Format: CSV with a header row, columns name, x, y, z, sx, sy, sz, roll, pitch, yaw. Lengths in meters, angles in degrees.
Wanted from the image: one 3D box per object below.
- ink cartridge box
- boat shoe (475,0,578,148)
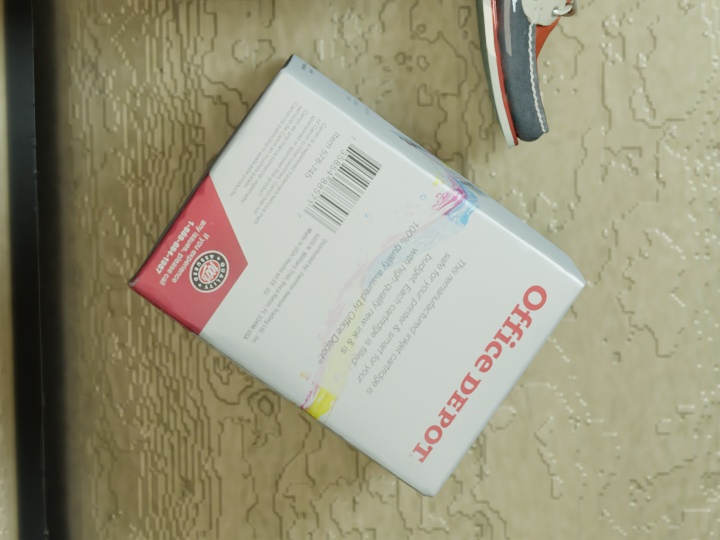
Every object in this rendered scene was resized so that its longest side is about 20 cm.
name,x,y,z,sx,sy,sz,roll,pitch,yaw
ink cartridge box,0.000,0.000,1.405,0.200,0.145,0.146,36,96,-4
boat shoe,0.092,-0.169,1.423,0.062,0.071,0.201,-5,93,-1
